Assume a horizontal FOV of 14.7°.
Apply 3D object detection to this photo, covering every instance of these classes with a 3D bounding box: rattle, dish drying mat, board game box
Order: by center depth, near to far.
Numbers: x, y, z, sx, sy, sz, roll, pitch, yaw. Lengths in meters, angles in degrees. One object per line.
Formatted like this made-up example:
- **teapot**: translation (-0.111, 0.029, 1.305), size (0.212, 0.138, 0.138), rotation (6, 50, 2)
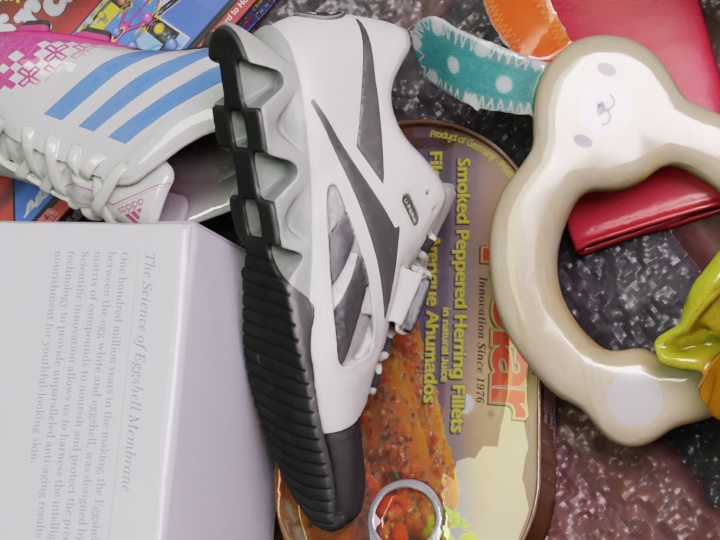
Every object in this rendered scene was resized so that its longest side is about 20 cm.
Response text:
- **rattle**: translation (0.091, -0.034, 1.029), size (0.130, 0.143, 0.201), rotation (-23, 91, 17)
- **dish drying mat**: translation (0.098, -0.110, 1.131), size (0.076, 0.018, 0.201), rotation (-18, 72, 15)
- **board game box**: translation (-0.107, -0.110, 1.206), size (0.200, 0.019, 0.103), rotation (-48, 66, 5)

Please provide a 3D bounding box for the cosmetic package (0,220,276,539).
- **cosmetic package**: translation (-0.142, 0.087, 1.121), size (0.199, 0.123, 0.201), rotation (2, 79, 22)

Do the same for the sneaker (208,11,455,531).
- **sneaker**: translation (0.000, 0.000, 1.066), size (0.088, 0.074, 0.201), rotation (-10, 104, -22)

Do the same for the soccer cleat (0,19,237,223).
- **soccer cleat**: translation (-0.106, -0.053, 1.137), size (0.199, 0.070, 0.087), rotation (-1, 56, 20)

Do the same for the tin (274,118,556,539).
- **tin**: translation (0.025, 0.041, 1.115), size (0.111, 0.042, 0.201), rotation (-3, 77, 24)
